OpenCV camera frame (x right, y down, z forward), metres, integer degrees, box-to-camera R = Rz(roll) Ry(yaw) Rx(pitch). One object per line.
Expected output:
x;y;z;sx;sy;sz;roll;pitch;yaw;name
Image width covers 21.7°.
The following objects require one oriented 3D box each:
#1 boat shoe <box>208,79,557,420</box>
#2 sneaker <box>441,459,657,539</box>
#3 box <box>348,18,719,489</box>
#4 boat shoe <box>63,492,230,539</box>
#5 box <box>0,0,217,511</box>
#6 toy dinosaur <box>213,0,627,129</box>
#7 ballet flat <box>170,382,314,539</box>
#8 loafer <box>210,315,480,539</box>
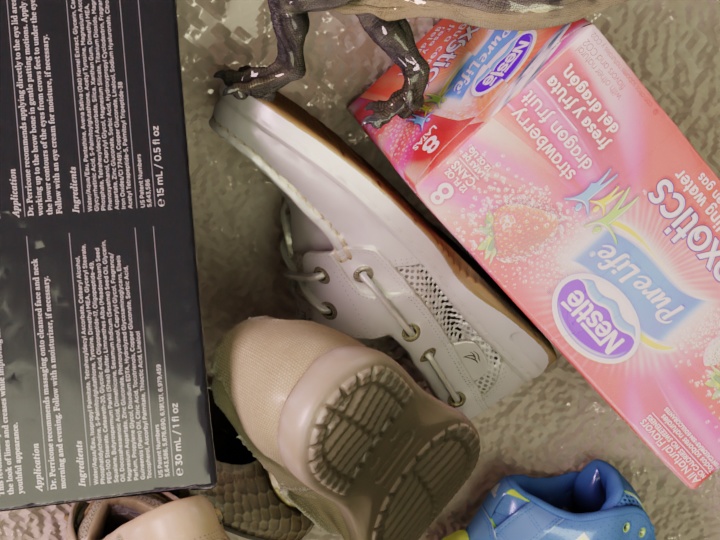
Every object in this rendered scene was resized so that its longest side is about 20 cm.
0.000;0.000;0.777;0.069;0.071;0.200;-44;119;5;boat shoe
0.128;0.154;0.881;0.199;0.076;0.106;21;105;-23;sneaker
0.101;-0.018;0.783;0.095;0.103;0.200;-42;119;4;box
-0.085;0.115;0.748;0.072;0.200;0.065;-19;90;-17;boat shoe
-0.135;-0.015;0.688;0.140;0.079;0.202;-5;91;-17;box
-0.004;-0.100;0.699;0.199;0.047;0.089;21;116;6;toy dinosaur
-0.087;0.046;0.776;0.200;0.067;0.046;39;106;-21;ballet flat
-0.005;0.064;0.760;0.076;0.068;0.200;-49;155;-10;loafer
